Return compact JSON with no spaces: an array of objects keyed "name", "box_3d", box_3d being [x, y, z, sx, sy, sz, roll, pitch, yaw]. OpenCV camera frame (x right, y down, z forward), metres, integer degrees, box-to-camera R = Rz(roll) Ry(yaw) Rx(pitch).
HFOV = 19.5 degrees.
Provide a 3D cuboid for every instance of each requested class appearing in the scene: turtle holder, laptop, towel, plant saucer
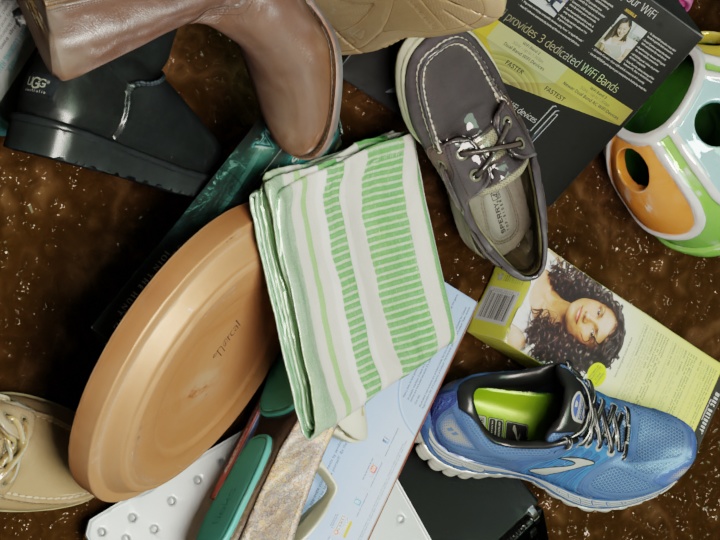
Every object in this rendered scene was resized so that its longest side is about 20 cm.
[{"name":"turtle holder","box_3d":[0.248,-0.105,1.429,0.185,0.141,0.132,-42,131,15]},{"name":"laptop","box_3d":[0.034,0.208,1.422,0.177,0.103,0.201,-39,140,-22]},{"name":"towel","box_3d":[0.000,0.000,1.261,0.200,0.023,0.154,-28,107,-62]},{"name":"plant saucer","box_3d":[-0.095,0.052,1.229,0.201,0.032,0.201,-50,161,-24]}]

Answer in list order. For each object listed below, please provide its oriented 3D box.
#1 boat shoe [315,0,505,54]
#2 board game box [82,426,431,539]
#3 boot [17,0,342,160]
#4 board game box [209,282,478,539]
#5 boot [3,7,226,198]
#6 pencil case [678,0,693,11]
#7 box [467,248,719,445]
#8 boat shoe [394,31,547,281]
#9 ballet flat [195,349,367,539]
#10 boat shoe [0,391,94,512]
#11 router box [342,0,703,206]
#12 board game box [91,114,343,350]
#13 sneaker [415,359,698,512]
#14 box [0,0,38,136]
[{"name":"boat shoe","box_3d":[0.009,-0.178,1.248,0.072,0.199,0.065,48,55,-37]},{"name":"board game box","box_3d":[-0.047,0.201,1.317,0.199,0.026,0.201,-29,88,-27]},{"name":"boot","box_3d":[-0.100,-0.124,1.115,0.200,0.064,0.188,-28,112,-47]},{"name":"board game box","box_3d":[-0.008,0.081,1.337,0.103,0.019,0.201,31,69,-13]},{"name":"boot","box_3d":[-0.123,-0.132,1.198,0.198,0.073,0.164,15,90,-61]},{"name":"pencil case","box_3d":[0.197,-0.270,1.420,0.090,0.094,0.202,4,93,-10]},{"name":"box","box_3d":[0.170,0.058,1.467,0.199,0.050,0.076,30,80,-32]},{"name":"boat shoe","box_3d":[0.079,-0.073,1.320,0.072,0.065,0.201,-32,133,-12]},{"name":"ballet flat","box_3d":[-0.035,0.105,1.283,0.067,0.068,0.201,33,75,-25]},{"name":"boat shoe","box_3d":[-0.225,0.104,1.209,0.199,0.064,0.072,14,89,-34]},{"name":"router box","box_3d":[0.098,-0.151,1.349,0.199,0.052,0.157,29,114,-32]},{"name":"board game box","box_3d":[-0.079,-0.010,1.263,0.200,0.028,0.135,-52,162,-15]},{"name":"sneaker","box_3d":[0.138,0.108,1.382,0.198,0.089,0.079,8,67,-20]},{"name":"box","box_3d":[-0.250,-0.165,1.170,0.200,0.049,0.083,40,73,-30]}]
